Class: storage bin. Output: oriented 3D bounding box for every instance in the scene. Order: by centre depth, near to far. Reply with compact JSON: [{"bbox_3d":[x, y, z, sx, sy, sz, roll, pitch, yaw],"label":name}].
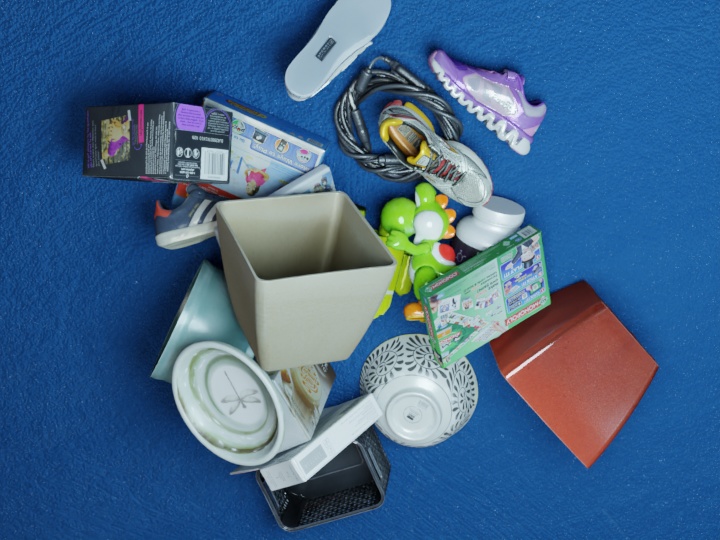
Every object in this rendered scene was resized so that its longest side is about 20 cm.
[{"bbox_3d":[-0.061,0.340,1.696,0.198,0.094,0.137,-19,108,16],"label":"storage bin"}]

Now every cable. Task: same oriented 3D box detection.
[{"bbox_3d":[0.057,-0.206,1.484,0.199,0.051,0.164,36,112,-7],"label":"cable"}]

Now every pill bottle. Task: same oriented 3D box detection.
[{"bbox_3d":[0.185,-0.005,1.510,0.111,0.113,0.203,13,112,3],"label":"pill bottle"}]

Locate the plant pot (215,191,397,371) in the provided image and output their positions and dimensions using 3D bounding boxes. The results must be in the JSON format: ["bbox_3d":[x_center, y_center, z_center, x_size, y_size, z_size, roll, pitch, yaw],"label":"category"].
[{"bbox_3d":[-0.086,0.023,1.395,0.197,0.200,0.179,-7,126,-23],"label":"plant pot"}]

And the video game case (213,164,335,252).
[{"bbox_3d":[-0.109,-0.036,1.503,0.199,0.022,0.184,-32,130,-21],"label":"video game case"}]

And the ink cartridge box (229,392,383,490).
[{"bbox_3d":[-0.084,0.275,1.584,0.175,0.199,0.045,-25,96,47],"label":"ink cartridge box"}]

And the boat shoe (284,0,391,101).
[{"bbox_3d":[-0.034,-0.320,1.444,0.074,0.086,0.203,39,83,-3],"label":"boat shoe"}]

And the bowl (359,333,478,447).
[{"bbox_3d":[0.090,0.214,1.622,0.197,0.094,0.204,3,113,7],"label":"bowl"}]

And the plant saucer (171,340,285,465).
[{"bbox_3d":[-0.182,0.184,1.450,0.198,0.050,0.203,14,121,25],"label":"plant saucer"}]

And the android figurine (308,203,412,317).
[{"bbox_3d":[0.000,0.000,1.548,0.180,0.041,0.203,8,108,-25],"label":"android figurine"}]

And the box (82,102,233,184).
[{"bbox_3d":[-0.295,-0.182,1.457,0.198,0.121,0.108,6,94,38],"label":"box"}]

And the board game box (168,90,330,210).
[{"bbox_3d":[-0.172,-0.143,1.542,0.198,0.056,0.198,24,113,-1],"label":"board game box"}]

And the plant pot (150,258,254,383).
[{"bbox_3d":[-0.229,0.101,1.580,0.133,0.201,0.202,25,114,-11],"label":"plant pot"}]

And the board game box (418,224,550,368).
[{"bbox_3d":[0.181,0.038,1.437,0.198,0.029,0.136,-29,129,-17],"label":"board game box"}]

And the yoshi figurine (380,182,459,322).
[{"bbox_3d":[0.079,-0.026,1.481,0.110,0.112,0.203,0,81,-24],"label":"yoshi figurine"}]

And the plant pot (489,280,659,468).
[{"bbox_3d":[0.326,0.134,1.508,0.176,0.200,0.200,-42,101,10],"label":"plant pot"}]

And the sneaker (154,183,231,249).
[{"bbox_3d":[-0.217,-0.094,1.504,0.197,0.075,0.086,-12,83,1],"label":"sneaker"}]

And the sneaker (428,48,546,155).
[{"bbox_3d":[0.186,-0.258,1.434,0.199,0.081,0.089,37,106,-12],"label":"sneaker"}]

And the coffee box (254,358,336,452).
[{"bbox_3d":[-0.115,0.181,1.582,0.079,0.200,0.115,-24,107,19],"label":"coffee box"}]

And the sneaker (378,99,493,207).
[{"bbox_3d":[0.101,-0.155,1.428,0.199,0.082,0.078,36,117,-4],"label":"sneaker"}]
